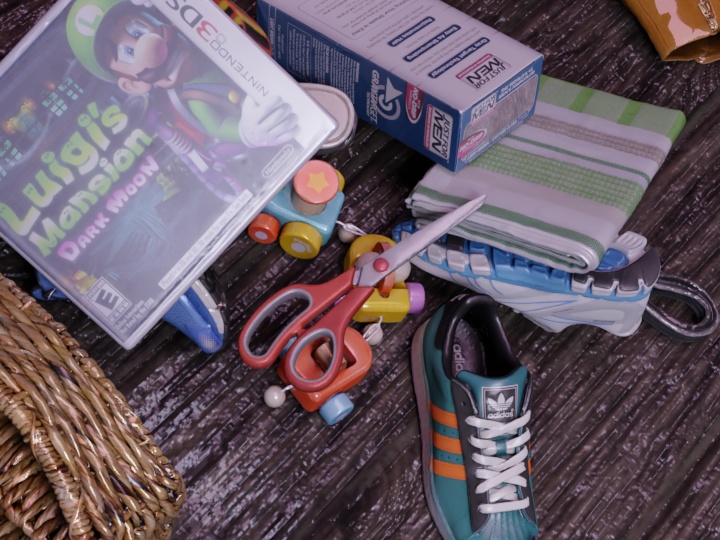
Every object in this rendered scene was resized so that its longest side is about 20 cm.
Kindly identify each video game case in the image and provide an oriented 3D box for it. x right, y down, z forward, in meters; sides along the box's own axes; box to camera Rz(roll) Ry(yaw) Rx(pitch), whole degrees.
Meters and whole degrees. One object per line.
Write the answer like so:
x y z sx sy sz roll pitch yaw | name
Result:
-0.145 -0.082 0.957 0.182 0.023 0.200 43 92 -9 | video game case

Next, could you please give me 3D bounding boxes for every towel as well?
0.141 -0.076 1.120 0.149 0.031 0.200 20 43 21 | towel

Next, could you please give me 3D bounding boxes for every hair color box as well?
0.026 -0.160 1.138 0.200 0.061 0.100 33 51 27 | hair color box

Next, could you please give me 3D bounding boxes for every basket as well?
-0.219 0.117 0.880 0.200 0.143 0.149 47 56 11 | basket

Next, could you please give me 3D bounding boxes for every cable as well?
0.183 -0.011 1.150 0.200 0.050 0.097 40 57 9 | cable

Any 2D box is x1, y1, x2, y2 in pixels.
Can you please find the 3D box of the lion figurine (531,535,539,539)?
0.109 0.277 0.949 0.122 0.073 0.200 -27 60 -1 | lion figurine

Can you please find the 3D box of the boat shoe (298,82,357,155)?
-0.102 -0.119 1.116 0.199 0.057 0.067 11 83 -2 | boat shoe

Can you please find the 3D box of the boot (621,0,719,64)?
0.311 -0.259 1.339 0.201 0.071 0.144 -21 76 -25 | boot

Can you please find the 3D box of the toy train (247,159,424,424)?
-0.034 0.000 1.067 0.150 0.056 0.200 -25 72 -30 | toy train

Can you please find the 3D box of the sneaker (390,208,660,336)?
0.115 0.006 1.109 0.199 0.087 0.075 16 51 18 | sneaker

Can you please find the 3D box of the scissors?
0.000 0.000 1.032 0.073 0.014 0.200 35 72 19 | scissors

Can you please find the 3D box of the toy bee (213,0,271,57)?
-0.161 -0.155 1.028 0.199 0.131 0.109 -11 71 2 | toy bee

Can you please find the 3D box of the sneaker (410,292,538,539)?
0.082 0.110 1.027 0.071 0.080 0.201 -4 66 -21 | sneaker

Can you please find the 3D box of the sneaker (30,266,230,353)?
-0.172 -0.007 1.017 0.200 0.079 0.089 39 98 -9 | sneaker
